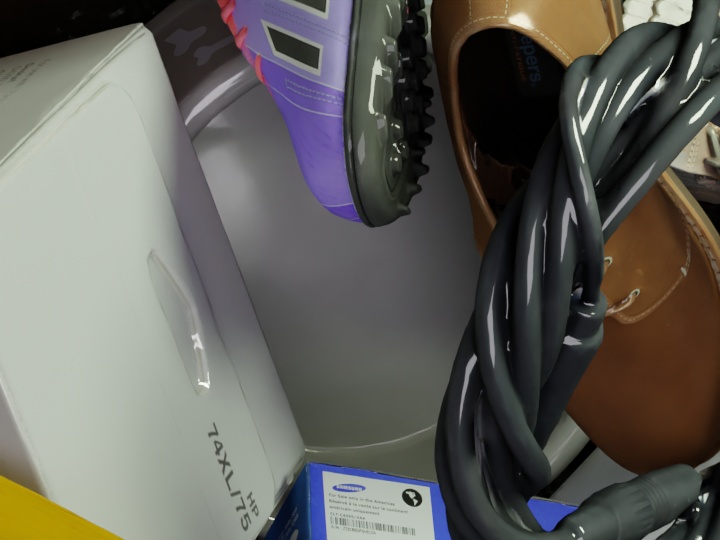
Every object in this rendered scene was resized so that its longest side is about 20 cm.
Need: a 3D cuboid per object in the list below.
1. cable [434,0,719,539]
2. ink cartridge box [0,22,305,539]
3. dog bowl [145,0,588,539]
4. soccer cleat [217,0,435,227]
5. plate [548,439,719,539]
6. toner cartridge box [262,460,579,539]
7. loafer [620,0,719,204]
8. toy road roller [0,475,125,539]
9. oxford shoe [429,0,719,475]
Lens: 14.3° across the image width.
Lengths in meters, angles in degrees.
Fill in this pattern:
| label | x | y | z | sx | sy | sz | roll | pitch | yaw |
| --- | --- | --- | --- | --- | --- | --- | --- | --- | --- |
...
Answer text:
| label | x | y | z | sx | sy | sz | roll | pitch | yaw |
| --- | --- | --- | --- | --- | --- | --- | --- | --- | --- |
| cable | 0.077 | 0.015 | 0.781 | 0.163 | 0.051 | 0.200 | -48 | 143 | -8 |
| ink cartridge box | -0.145 | 0.039 | 0.820 | 0.199 | 0.146 | 0.147 | -11 | 110 | 24 |
| dog bowl | 0.000 | 0.000 | 0.921 | 0.199 | 0.059 | 0.201 | -3 | 106 | -11 |
| soccer cleat | -0.019 | -0.090 | 0.836 | 0.073 | 0.201 | 0.068 | -7 | 142 | 5 |
| plate | 0.166 | 0.081 | 0.941 | 0.200 | 0.032 | 0.200 | 26 | 116 | -34 |
| toner cartridge box | -0.004 | 0.138 | 0.912 | 0.095 | 0.043 | 0.200 | 12 | 139 | -16 |
| loafer | 0.127 | -0.049 | 0.883 | 0.199 | 0.063 | 0.072 | 19 | 77 | -32 |
| toy road roller | -0.140 | 0.124 | 0.709 | 0.199 | 0.123 | 0.146 | 23 | 133 | 13 |
| oxford shoe | 0.060 | -0.007 | 0.825 | 0.071 | 0.071 | 0.201 | -13 | 125 | 19 |
